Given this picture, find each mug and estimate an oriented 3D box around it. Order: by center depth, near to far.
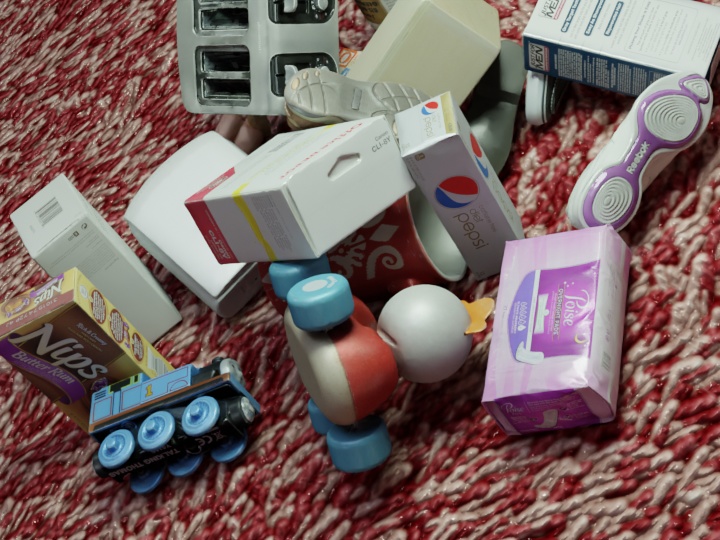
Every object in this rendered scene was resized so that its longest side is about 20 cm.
[{"bbox_3d":[-0.005,-0.010,1.577,0.198,0.134,0.178,-18,35,26],"label":"mug"}]

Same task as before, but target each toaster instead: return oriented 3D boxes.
[{"bbox_3d":[-0.124,-0.277,1.767,0.199,0.118,0.183,8,102,44],"label":"toaster"}]

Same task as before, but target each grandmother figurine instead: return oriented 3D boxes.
[{"bbox_3d":[-0.188,-0.111,1.855,0.121,0.061,0.201,-4,49,44],"label":"grandmother figurine"}]

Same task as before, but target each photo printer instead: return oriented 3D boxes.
[{"bbox_3d":[-0.171,-0.063,1.746,0.166,0.070,0.200,-45,61,-10],"label":"photo printer"}]

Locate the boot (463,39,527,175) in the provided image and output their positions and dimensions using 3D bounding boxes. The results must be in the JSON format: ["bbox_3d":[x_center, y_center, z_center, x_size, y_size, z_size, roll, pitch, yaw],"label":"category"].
[{"bbox_3d":[0.137,-0.152,1.663,0.073,0.075,0.202,23,81,5],"label":"boot"}]

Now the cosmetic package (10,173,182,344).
[{"bbox_3d":[-0.306,-0.003,1.734,0.085,0.200,0.108,-38,39,-3],"label":"cosmetic package"}]

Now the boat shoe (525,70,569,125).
[{"bbox_3d":[0.235,-0.252,1.664,0.070,0.072,0.202,13,72,15],"label":"boat shoe"}]

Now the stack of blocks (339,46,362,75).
[{"bbox_3d":[-0.031,-0.211,1.827,0.199,0.059,0.116,23,69,45],"label":"stack of blocks"}]

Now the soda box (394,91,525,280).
[{"bbox_3d":[0.105,-0.083,1.509,0.063,0.200,0.069,-22,43,15],"label":"soda box"}]

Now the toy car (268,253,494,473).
[{"bbox_3d":[0.035,0.064,1.457,0.198,0.186,0.177,-18,20,-9],"label":"toy car"}]

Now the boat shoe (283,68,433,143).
[{"bbox_3d":[0.013,-0.156,1.580,0.198,0.072,0.076,18,57,-2],"label":"boat shoe"}]

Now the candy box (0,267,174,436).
[{"bbox_3d":[-0.305,0.095,1.646,0.116,0.200,0.057,-24,44,15],"label":"candy box"}]

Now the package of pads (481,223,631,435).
[{"bbox_3d":[0.191,0.054,1.422,0.119,0.076,0.202,-11,48,29],"label":"package of pads"}]

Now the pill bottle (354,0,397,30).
[{"bbox_3d":[0.042,-0.352,1.793,0.113,0.200,0.115,-19,45,20],"label":"pill bottle"}]

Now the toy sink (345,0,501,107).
[{"bbox_3d":[0.061,-0.214,1.652,0.201,0.111,0.131,-53,14,24],"label":"toy sink"}]

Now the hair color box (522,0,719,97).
[{"bbox_3d":[0.281,-0.245,1.581,0.198,0.061,0.101,18,62,18],"label":"hair color box"}]

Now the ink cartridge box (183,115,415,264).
[{"bbox_3d":[-0.062,-0.078,1.494,0.145,0.084,0.199,-37,18,-29],"label":"ink cartridge box"}]

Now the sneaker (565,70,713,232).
[{"bbox_3d":[0.274,-0.123,1.504,0.200,0.075,0.100,-49,9,-6],"label":"sneaker"}]

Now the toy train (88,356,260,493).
[{"bbox_3d":[-0.202,0.159,1.599,0.198,0.087,0.115,-22,46,18],"label":"toy train"}]
